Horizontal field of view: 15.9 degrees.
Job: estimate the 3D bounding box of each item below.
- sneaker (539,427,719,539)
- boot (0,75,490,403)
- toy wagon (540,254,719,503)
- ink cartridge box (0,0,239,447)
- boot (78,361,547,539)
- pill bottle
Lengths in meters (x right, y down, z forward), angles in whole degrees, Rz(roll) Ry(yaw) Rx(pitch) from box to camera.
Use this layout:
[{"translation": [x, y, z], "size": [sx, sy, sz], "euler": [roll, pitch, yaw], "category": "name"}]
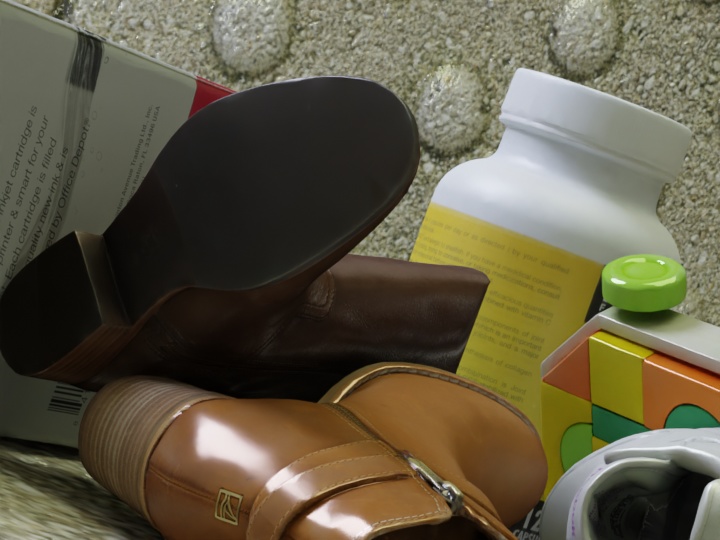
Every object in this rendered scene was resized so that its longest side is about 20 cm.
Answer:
[{"translation": [0.103, 0.081, 0.882], "size": [0.099, 0.075, 0.200], "euler": [19, -9, -22], "category": "sneaker"}, {"translation": [0.000, 0.000, 0.903], "size": [0.186, 0.065, 0.199], "euler": [-25, -23, 34], "category": "boot"}, {"translation": [0.147, 0.087, 0.966], "size": [0.039, 0.156, 0.199], "euler": [-22, 30, -35], "category": "toy wagon"}, {"translation": [-0.139, -0.021, 0.912], "size": [0.083, 0.146, 0.200], "euler": [20, 1, 30], "category": "ink cartridge box"}, {"translation": [0.021, 0.083, 0.845], "size": [0.199, 0.074, 0.154], "euler": [4, 11, -38], "category": "boot"}, {"translation": [0.070, 0.022, 1.094], "size": [0.111, 0.201, 0.112], "euler": [20, 2, -1], "category": "pill bottle"}]
